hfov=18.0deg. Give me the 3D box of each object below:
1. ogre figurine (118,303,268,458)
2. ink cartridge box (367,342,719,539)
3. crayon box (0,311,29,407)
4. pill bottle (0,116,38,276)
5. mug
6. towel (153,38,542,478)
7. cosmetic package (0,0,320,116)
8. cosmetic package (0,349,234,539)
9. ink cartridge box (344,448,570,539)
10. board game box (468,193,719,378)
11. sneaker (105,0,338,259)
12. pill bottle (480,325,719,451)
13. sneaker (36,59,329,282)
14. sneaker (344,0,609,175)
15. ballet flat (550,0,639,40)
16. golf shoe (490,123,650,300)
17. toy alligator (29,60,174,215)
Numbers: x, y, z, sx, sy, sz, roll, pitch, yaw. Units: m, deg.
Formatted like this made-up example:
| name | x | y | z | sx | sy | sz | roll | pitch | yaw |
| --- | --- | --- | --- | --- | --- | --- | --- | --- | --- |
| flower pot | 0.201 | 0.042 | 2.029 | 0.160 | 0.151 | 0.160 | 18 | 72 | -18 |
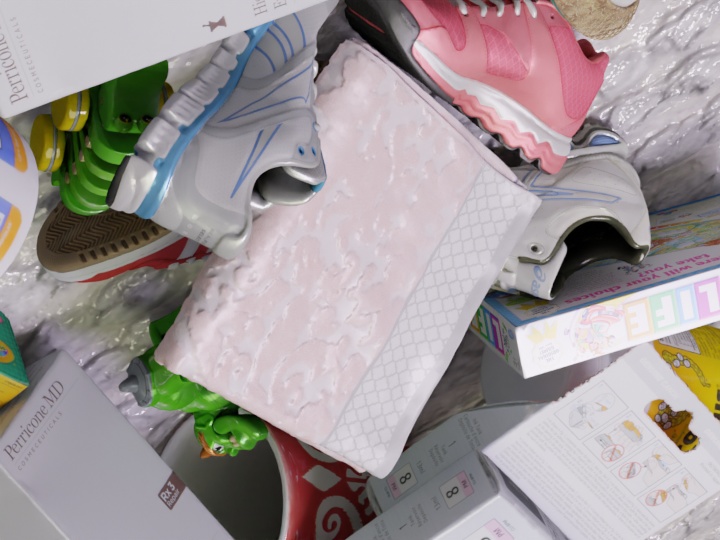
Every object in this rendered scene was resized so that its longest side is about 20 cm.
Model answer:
| name | x | y | z | sx | sy | sz | roll | pitch | yaw |
| --- | --- | --- | --- | --- | --- | --- | --- | --- | --- |
| ogre figurine | -0.062 | 0.050 | 1.358 | 0.120 | 0.098 | 0.200 | -23 | -172 | 20 |
| ink cartridge box | 0.128 | 0.130 | 1.448 | 0.200 | 0.057 | 0.163 | -39 | 131 | 8 |
| crayon box | -0.295 | 0.044 | 1.255 | 0.119 | 0.058 | 0.200 | -37 | 142 | 16 |
| pill bottle | -0.258 | -0.064 | 1.097 | 0.112 | 0.112 | 0.200 | -35 | 142 | 15 |
| mug | -0.038 | 0.165 | 1.522 | 0.200 | 0.134 | 0.177 | 11 | 169 | -44 |
| towel | 0.000 | 0.000 | 1.252 | 0.191 | 0.032 | 0.200 | 34 | 85 | -45 |
| cosmetic package | -0.092 | -0.155 | 1.032 | 0.199 | 0.074 | 0.102 | -22 | 144 | -5 |
| cosmetic package | -0.154 | 0.157 | 1.349 | 0.074 | 0.102 | 0.200 | -25 | 113 | 37 |
| ink cartridge box | 0.040 | 0.217 | 1.416 | 0.200 | 0.057 | 0.163 | -38 | 132 | 7 |
| board game box | 0.168 | 0.006 | 1.411 | 0.199 | 0.134 | 0.034 | -15 | 108 | -11 |
| sneaker | -0.047 | -0.077 | 1.146 | 0.087 | 0.200 | 0.075 | 35 | 142 | -2 |
| pill bottle | 0.179 | 0.079 | 1.521 | 0.200 | 0.113 | 0.113 | 16 | 128 | -41 |
| sneaker | -0.076 | -0.028 | 1.278 | 0.199 | 0.071 | 0.113 | -28 | 141 | 1 |
| sneaker | 0.067 | -0.131 | 1.250 | 0.087 | 0.074 | 0.200 | -54 | 138 | 4 |
| ballet flat | 0.120 | -0.180 | 1.193 | 0.065 | 0.071 | 0.200 | 6 | 160 | 33 |
| golf shoe | 0.079 | -0.021 | 1.354 | 0.199 | 0.097 | 0.078 | -17 | 145 | -7 |
| toy alligator | -0.123 | -0.078 | 1.165 | 0.059 | 0.054 | 0.200 | 3 | 151 | -26 |
